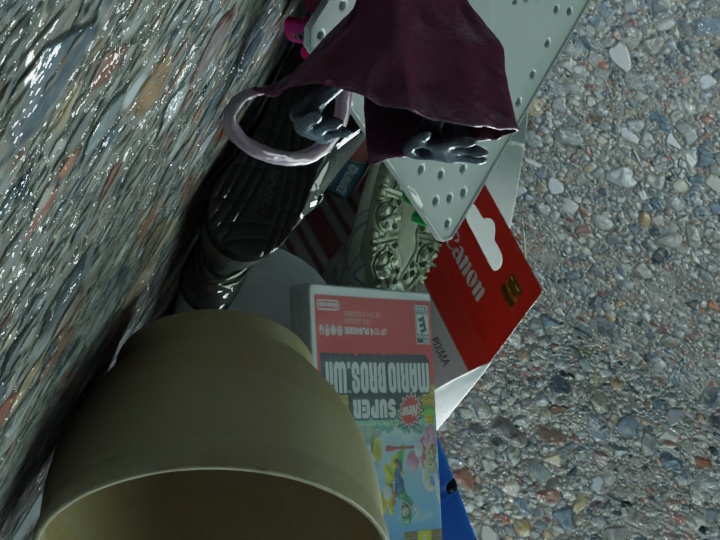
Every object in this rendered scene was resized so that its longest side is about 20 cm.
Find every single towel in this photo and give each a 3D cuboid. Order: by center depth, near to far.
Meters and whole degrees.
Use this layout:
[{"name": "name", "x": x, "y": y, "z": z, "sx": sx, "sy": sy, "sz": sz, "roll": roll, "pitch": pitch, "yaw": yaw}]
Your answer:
[{"name": "towel", "x": -0.036, "y": -0.016, "z": 1.469, "sx": 0.201, "sy": 0.030, "sz": 0.147, "roll": -61, "pitch": -149, "yaw": 21}]

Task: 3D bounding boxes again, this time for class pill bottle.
[{"name": "pill bottle", "x": -0.087, "y": 0.074, "z": 1.357, "sx": 0.111, "sy": 0.110, "sz": 0.200, "roll": -58, "pitch": 178, "yaw": -30}]

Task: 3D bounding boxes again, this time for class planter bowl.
[{"name": "planter bowl", "x": -0.085, "y": 0.109, "z": 1.131, "sx": 0.201, "sy": 0.198, "sz": 0.136, "roll": 119, "pitch": -25, "yaw": -48}]

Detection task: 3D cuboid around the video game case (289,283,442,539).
[{"name": "video game case", "x": 0.006, "y": 0.112, "z": 1.255, "sx": 0.143, "sy": 0.017, "sz": 0.202, "roll": 5, "pitch": 81, "yaw": -56}]

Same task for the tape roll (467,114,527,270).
[{"name": "tape roll", "x": 0.047, "y": -0.063, "z": 1.597, "sx": 0.203, "sy": 0.138, "sz": 0.205, "roll": -169, "pitch": -90, "yaw": -88}]

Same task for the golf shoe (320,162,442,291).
[{"name": "golf shoe", "x": 0.000, "y": 0.000, "z": 1.356, "sx": 0.078, "sy": 0.097, "sz": 0.202, "roll": 2, "pitch": 100, "yaw": -47}]

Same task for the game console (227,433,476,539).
[{"name": "game console", "x": -0.026, "y": 0.209, "z": 1.325, "sx": 0.118, "sy": 0.172, "sz": 0.199, "roll": -13, "pitch": -169, "yaw": 46}]

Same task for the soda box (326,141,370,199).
[{"name": "soda box", "x": 0.015, "y": -0.149, "z": 1.335, "sx": 0.201, "sy": 0.063, "sz": 0.068, "roll": -61, "pitch": 178, "yaw": 8}]

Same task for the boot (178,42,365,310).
[{"name": "boot", "x": -0.042, "y": -0.072, "z": 1.181, "sx": 0.200, "sy": 0.070, "sz": 0.132, "roll": -50, "pitch": -179, "yaw": -20}]

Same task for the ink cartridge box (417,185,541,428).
[{"name": "ink cartridge box", "x": 0.032, "y": 0.027, "z": 1.421, "sx": 0.201, "sy": 0.047, "sz": 0.161, "roll": -54, "pitch": -137, "yaw": 30}]

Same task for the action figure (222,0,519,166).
[{"name": "action figure", "x": 0.029, "y": -0.150, "z": 1.006, "sx": 0.148, "sy": 0.133, "sz": 0.202, "roll": -13, "pitch": -116, "yaw": 45}]

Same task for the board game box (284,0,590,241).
[{"name": "board game box", "x": 0.051, "y": -0.151, "z": 1.130, "sx": 0.201, "sy": 0.026, "sz": 0.200, "roll": -59, "pitch": 142, "yaw": -18}]
